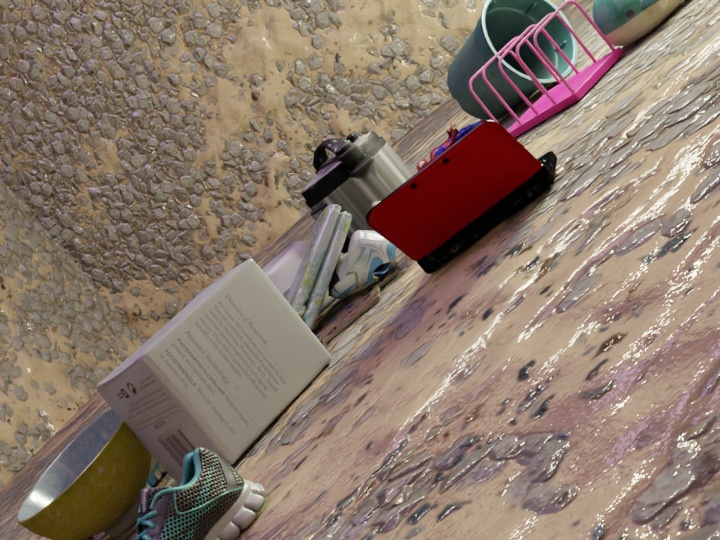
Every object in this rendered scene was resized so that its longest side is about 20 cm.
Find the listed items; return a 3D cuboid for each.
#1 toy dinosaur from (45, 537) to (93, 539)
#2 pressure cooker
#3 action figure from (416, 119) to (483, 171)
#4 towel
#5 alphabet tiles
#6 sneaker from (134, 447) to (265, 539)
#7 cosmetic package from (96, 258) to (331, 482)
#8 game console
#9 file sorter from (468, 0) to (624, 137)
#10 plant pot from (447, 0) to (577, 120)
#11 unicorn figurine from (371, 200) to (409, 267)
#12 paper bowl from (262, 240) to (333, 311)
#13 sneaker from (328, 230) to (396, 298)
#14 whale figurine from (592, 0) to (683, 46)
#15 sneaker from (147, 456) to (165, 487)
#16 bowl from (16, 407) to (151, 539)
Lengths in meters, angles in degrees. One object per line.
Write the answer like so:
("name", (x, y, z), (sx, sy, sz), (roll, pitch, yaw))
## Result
("toy dinosaur", (-0.455, 0.411, 1.480), (0.200, 0.058, 0.101), (-44, 10, -23))
("pressure cooker", (-0.001, -0.135, 1.832), (0.176, 0.200, 0.179), (-34, 10, 32))
("action figure", (0.192, -0.265, 2.209), (0.200, 0.052, 0.065), (-42, 11, 5))
("towel", (-0.072, 0.006, 1.647), (0.171, 0.048, 0.201), (137, 153, -79))
("alphabet tiles", (-0.011, 0.049, 1.573), (0.167, 0.008, 0.200), (-39, 8, 7))
("sneaker", (-0.175, 0.239, 0.982), (0.078, 0.091, 0.200), (-33, 11, 46))
("cosmetic package", (-0.181, 0.127, 1.360), (0.200, 0.167, 0.167), (-45, 9, -37))
("game console", (0.126, -0.102, 1.346), (0.200, 0.119, 0.172), (-37, 9, 22))
("file sorter", (0.289, -0.323, 1.772), (0.139, 0.126, 0.200), (-45, 9, -30))
("plant pot", (0.270, -0.393, 2.072), (0.200, 0.200, 0.196), (-45, 2, -32))
("unicorn figurine", (0.082, -0.087, 1.612), (0.200, 0.074, 0.137), (-38, 17, -27))
("paper bowl", (-0.117, 0.030, 1.827), (0.201, 0.104, 0.201), (-41, 8, 7))
("sneaker", (0.000, 0.000, 1.584), (0.200, 0.072, 0.072), (128, 160, -67))
("whale figurine", (0.456, -0.447, 1.742), (0.200, 0.104, 0.159), (-38, 8, 19))
("sneaker", (-0.308, 0.257, 1.538), (0.200, 0.087, 0.075), (-48, 13, -35))
("bowl", (-0.332, 0.278, 1.415), (0.200, 0.108, 0.200), (-41, 16, 14))
